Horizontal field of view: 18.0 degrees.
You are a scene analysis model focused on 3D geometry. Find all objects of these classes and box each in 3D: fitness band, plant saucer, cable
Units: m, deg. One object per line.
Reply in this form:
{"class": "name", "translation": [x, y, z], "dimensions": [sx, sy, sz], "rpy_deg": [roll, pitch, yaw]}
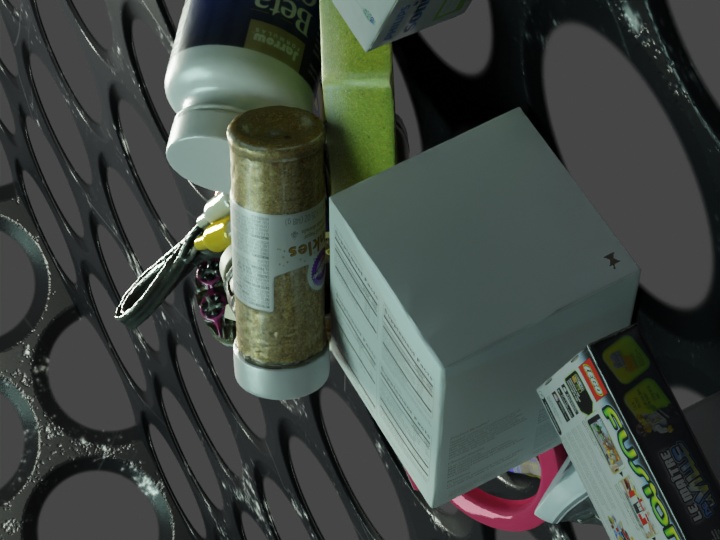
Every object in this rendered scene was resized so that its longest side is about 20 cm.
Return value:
{"class": "fitness band", "translation": [0.086, 0.109, 1.732], "dimensions": [0.143, 0.037, 0.200], "rpy_deg": [-10, 111, 36]}
{"class": "plant saucer", "translation": [-0.002, -0.139, 1.581], "dimensions": [0.200, 0.048, 0.200], "rpy_deg": [86, -179, -53]}
{"class": "cable", "translation": [-0.133, -0.029, 1.792], "dimensions": [0.050, 0.200, 0.097], "rpy_deg": [34, -135, -29]}

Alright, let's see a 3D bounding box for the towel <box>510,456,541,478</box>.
{"class": "towel", "translation": [0.099, 0.101, 1.827], "dimensions": [0.144, 0.023, 0.200], "rpy_deg": [66, 164, -9]}

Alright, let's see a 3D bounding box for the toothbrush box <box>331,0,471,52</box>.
{"class": "toothbrush box", "translation": [0.004, -0.261, 1.397], "dimensions": [0.200, 0.086, 0.146], "rpy_deg": [58, 151, 16]}

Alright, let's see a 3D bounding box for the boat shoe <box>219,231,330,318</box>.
{"class": "boat shoe", "translation": [0.000, 0.000, 1.656], "dimensions": [0.060, 0.199, 0.072], "rpy_deg": [-107, 11, -47]}

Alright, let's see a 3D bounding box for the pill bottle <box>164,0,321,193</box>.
{"class": "pill bottle", "translation": [-0.081, -0.162, 1.670], "dimensions": [0.111, 0.111, 0.200], "rpy_deg": [100, -178, -65]}

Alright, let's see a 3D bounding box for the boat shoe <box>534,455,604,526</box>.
{"class": "boat shoe", "translation": [0.174, 0.151, 1.596], "dimensions": [0.066, 0.070, 0.200], "rpy_deg": [34, 162, 3]}

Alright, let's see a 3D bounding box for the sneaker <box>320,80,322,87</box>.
{"class": "sneaker", "translation": [-0.073, -0.203, 1.857], "dimensions": [0.200, 0.078, 0.089], "rpy_deg": [81, -173, -70]}

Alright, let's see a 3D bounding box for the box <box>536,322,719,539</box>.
{"class": "box", "translation": [0.173, 0.138, 1.309], "dimensions": [0.200, 0.035, 0.110], "rpy_deg": [64, 162, 9]}

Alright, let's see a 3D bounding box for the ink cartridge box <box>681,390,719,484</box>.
{"class": "ink cartridge box", "translation": [0.245, 0.194, 1.370], "dimensions": [0.145, 0.085, 0.200], "rpy_deg": [43, 154, 53]}

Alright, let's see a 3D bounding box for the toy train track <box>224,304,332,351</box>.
{"class": "toy train track", "translation": [-0.010, 0.044, 1.682], "dimensions": [0.200, 0.115, 0.033], "rpy_deg": [17, 107, 27]}

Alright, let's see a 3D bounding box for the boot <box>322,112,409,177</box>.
{"class": "boot", "translation": [0.020, -0.028, 1.751], "dimensions": [0.200, 0.068, 0.131], "rpy_deg": [76, -179, -59]}

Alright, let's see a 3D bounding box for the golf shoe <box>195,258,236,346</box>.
{"class": "golf shoe", "translation": [-0.083, -0.018, 1.857], "dimensions": [0.092, 0.072, 0.200], "rpy_deg": [63, -151, -52]}

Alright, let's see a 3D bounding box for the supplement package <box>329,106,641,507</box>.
{"class": "supplement package", "translation": [0.078, 0.028, 1.538], "dimensions": [0.151, 0.152, 0.200], "rpy_deg": [56, 163, 27]}

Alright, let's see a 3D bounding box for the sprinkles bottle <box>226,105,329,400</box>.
{"class": "sprinkles bottle", "translation": [-0.056, -0.010, 1.561], "dimensions": [0.068, 0.068, 0.200], "rpy_deg": [45, 143, 50]}

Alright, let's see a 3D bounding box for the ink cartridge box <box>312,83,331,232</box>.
{"class": "ink cartridge box", "translation": [-0.042, -0.065, 1.797], "dimensions": [0.198, 0.047, 0.200], "rpy_deg": [72, -171, -65]}
